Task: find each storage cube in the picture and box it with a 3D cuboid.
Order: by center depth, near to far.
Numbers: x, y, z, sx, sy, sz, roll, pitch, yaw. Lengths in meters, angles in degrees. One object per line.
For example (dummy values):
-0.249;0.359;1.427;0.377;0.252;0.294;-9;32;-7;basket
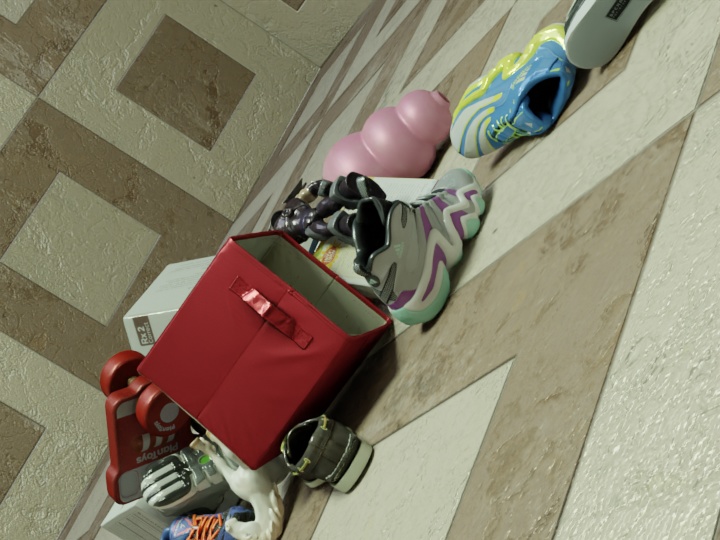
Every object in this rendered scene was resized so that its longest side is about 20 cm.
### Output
-0.098;0.081;1.433;0.180;0.171;0.200;-53;-9;11;storage cube

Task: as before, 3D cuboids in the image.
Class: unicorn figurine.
-0.121;0.221;1.438;0.074;0.137;0.200;-47;-3;32;unicorn figurine

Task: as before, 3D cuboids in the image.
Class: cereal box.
0.028;-0.038;1.524;0.200;0.039;0.144;10;67;56;cereal box

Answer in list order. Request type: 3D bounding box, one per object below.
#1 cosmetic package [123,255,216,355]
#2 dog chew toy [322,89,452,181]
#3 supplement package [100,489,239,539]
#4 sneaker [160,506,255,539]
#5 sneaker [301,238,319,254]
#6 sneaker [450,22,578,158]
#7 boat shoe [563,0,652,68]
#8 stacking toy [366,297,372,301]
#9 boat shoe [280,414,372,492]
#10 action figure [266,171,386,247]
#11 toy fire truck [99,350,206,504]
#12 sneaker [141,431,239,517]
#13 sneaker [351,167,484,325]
-0.189;0.085;1.757;0.164;0.166;0.200;-10;20;13;cosmetic package
0.042;-0.160;1.770;0.200;0.124;0.125;-46;14;19;dog chew toy
-0.242;0.300;1.727;0.117;0.117;0.200;-61;11;-28;supplement package
-0.181;0.311;1.522;0.200;0.078;0.076;-44;18;53;sneaker
-0.054;0.053;1.717;0.076;0.080;0.201;-48;-28;-78;sneaker
0.155;-0.170;1.385;0.200;0.076;0.105;-48;15;39;sneaker
0.257;-0.283;1.255;0.068;0.073;0.200;-91;23;-46;boat shoe
0.000;0.000;1.632;0.085;0.085;0.201;-42;25;54;stacking toy
-0.044;0.177;1.335;0.072;0.060;0.201;-60;11;-12;boat shoe
-0.048;-0.056;1.547;0.200;0.069;0.131;-7;61;56;action figure
-0.218;0.178;1.596;0.112;0.199;0.169;28;126;45;toy fire truck
-0.159;0.236;1.585;0.199;0.075;0.116;-23;-29;-8;sneaker
0.048;-0.059;1.352;0.078;0.140;0.201;-22;36;42;sneaker
